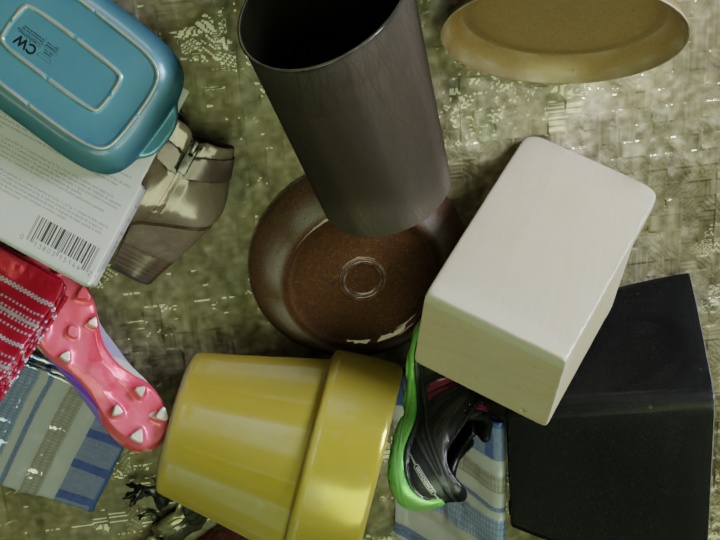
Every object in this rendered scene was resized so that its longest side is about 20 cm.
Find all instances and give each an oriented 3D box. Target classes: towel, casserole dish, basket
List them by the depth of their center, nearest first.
[{"bbox_3d":[-0.230,-0.163,1.313,0.199,0.039,0.122,37,89,-1],"label":"casserole dish"},{"bbox_3d":[-0.003,-0.136,1.351,0.134,0.181,0.201,-2,133,20],"label":"basket"},{"bbox_3d":[-0.351,0.059,1.397,0.144,0.023,0.201,31,73,1],"label":"towel"},{"bbox_3d":[-0.309,0.140,1.533,0.198,0.024,0.148,21,116,-19],"label":"towel"},{"bbox_3d":[0.080,0.197,1.571,0.024,0.146,0.202,-24,127,-34],"label":"towel"}]

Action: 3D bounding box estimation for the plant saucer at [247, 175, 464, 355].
[{"bbox_3d":[0.000,0.000,1.496,0.198,0.037,0.202,-4,120,-7],"label":"plant saucer"}]

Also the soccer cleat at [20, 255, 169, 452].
[{"bbox_3d":[-0.239,0.075,1.472,0.067,0.076,0.201,-39,92,-22],"label":"soccer cleat"}]

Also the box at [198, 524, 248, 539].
[{"bbox_3d":[-0.148,0.334,1.637,0.199,0.096,0.100,-38,119,14],"label":"box"}]

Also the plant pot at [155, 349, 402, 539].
[{"bbox_3d":[-0.075,0.158,1.500,0.187,0.201,0.203,15,119,2],"label":"plant pot"}]

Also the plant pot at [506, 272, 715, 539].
[{"bbox_3d":[0.219,0.140,1.528,0.175,0.201,0.202,-2,122,4],"label":"plant pot"}]

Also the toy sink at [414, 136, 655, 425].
[{"bbox_3d":[0.150,0.008,1.442,0.129,0.201,0.113,25,147,13],"label":"toy sink"}]

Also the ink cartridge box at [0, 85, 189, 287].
[{"bbox_3d":[-0.260,-0.110,1.353,0.198,0.045,0.178,28,88,-1],"label":"ink cartridge box"}]

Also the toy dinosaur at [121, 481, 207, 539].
[{"bbox_3d":[-0.166,0.220,1.598,0.199,0.048,0.088,-36,133,13],"label":"toy dinosaur"}]

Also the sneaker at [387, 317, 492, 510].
[{"bbox_3d":[0.079,0.115,1.478,0.083,0.202,0.077,3,158,17],"label":"sneaker"}]

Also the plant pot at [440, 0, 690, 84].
[{"bbox_3d":[0.162,-0.197,1.344,0.197,0.028,0.200,2,165,0],"label":"plant pot"}]

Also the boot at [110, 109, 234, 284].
[{"bbox_3d":[-0.208,-0.084,1.406,0.198,0.070,0.147,26,106,-18],"label":"boot"}]
